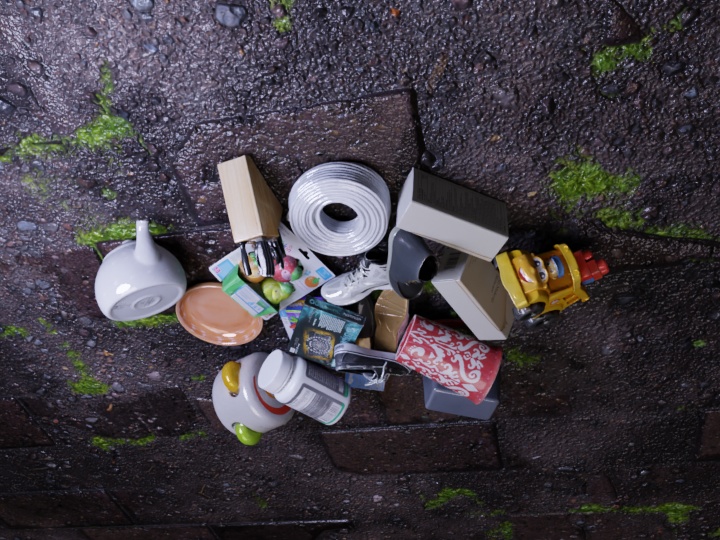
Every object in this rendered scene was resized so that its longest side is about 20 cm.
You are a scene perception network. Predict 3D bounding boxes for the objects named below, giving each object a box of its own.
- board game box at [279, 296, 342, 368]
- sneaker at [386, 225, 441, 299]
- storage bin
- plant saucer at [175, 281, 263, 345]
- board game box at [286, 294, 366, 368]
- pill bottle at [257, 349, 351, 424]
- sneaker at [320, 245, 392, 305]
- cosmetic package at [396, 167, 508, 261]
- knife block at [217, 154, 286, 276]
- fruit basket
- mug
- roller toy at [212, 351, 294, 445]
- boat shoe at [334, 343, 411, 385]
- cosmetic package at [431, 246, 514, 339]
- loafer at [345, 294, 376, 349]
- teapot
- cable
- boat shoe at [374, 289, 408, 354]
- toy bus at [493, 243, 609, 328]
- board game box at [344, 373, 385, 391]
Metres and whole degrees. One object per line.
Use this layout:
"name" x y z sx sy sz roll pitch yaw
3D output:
"board game box" -0.094 0.144 1.647 0.133 0.045 0.201 1 135 18
"sneaker" 0.103 0.011 1.394 0.074 0.106 0.201 -26 140 -12
"storage bin" 0.237 0.253 1.670 0.198 0.135 0.146 11 135 -6
"plant saucer" -0.317 0.094 1.643 0.198 0.038 0.201 4 135 4
"board game box" -0.078 0.140 1.573 0.134 0.028 0.200 20 141 -4
"pill bottle" -0.129 0.267 1.668 0.199 0.114 0.113 33 129 -26
"sneaker" 0.000 0.000 1.479 0.199 0.076 0.116 -17 142 9
"cosmetic package" 0.172 -0.104 1.351 0.199 0.104 0.073 19 134 -11
"knife block" -0.206 -0.088 1.355 0.064 0.176 0.201 -15 131 19
"fruit basket" -0.184 0.010 1.509 0.199 0.094 0.185 -27 126 24
"mug" 0.186 0.180 1.566 0.199 0.178 0.134 24 104 -1
"roller toy" -0.248 0.292 1.728 0.139 0.182 0.201 -27 93 30
"boat shoe" 0.030 0.212 1.566 0.199 0.069 0.073 21 146 -36
"cosmetic package" 0.236 0.043 1.466 0.073 0.104 0.200 -6 139 43
"loafer" 0.005 0.127 1.604 0.072 0.072 0.201 -5 122 9
"teapot" -0.466 0.006 1.505 0.199 0.147 0.197 -28 162 6
"cable" -0.040 -0.116 1.385 0.198 0.070 0.201 12 134 -5
"boat shoe" 0.072 0.098 1.586 0.070 0.069 0.201 22 128 15
"toy bus" 0.373 0.011 1.386 0.191 0.137 0.200 -25 157 21
"board game box" 0.018 0.219 1.741 0.102 0.020 0.201 6 135 -1
